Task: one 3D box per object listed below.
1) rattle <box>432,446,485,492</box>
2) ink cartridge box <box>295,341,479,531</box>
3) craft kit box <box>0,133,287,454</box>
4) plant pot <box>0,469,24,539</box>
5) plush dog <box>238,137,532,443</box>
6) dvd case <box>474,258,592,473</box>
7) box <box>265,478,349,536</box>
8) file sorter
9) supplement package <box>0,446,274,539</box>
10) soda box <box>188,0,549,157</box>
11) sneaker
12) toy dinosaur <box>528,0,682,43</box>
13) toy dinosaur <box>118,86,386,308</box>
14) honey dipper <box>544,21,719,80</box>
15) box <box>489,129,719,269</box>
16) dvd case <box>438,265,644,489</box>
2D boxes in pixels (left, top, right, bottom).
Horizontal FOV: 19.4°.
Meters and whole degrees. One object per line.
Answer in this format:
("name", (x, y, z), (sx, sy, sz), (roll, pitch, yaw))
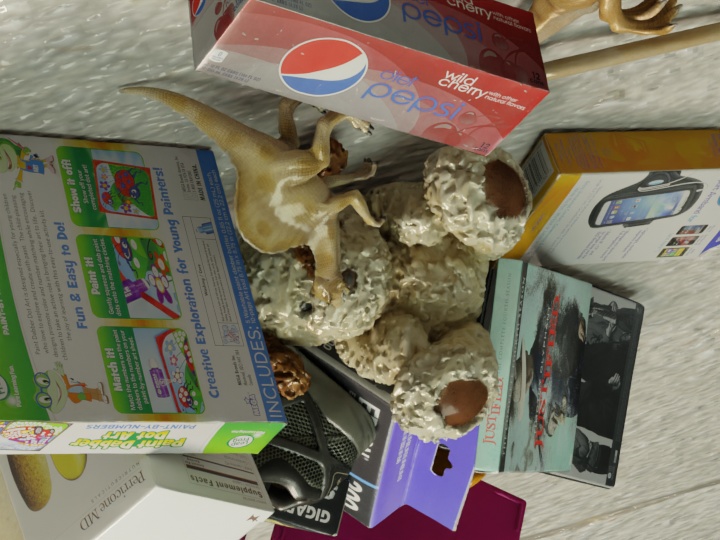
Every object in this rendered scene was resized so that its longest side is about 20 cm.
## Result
("rattle", (0.089, 0.146, 1.678), (0.130, 0.143, 0.200), (-6, 149, -15))
("ink cartridge box", (-0.010, 0.109, 1.526), (0.043, 0.200, 0.198), (-52, 165, -28))
("craft kit box", (-0.158, 0.013, 1.245), (0.197, 0.200, 0.049), (5, 145, -35))
("plant pot", (-0.294, 0.160, 1.404), (0.200, 0.200, 0.184), (-15, 142, -4))
("plush dog", (0.000, 0.000, 1.390), (0.172, 0.200, 0.160), (9, -174, -20))
("dvd case", (0.124, 0.071, 1.486), (0.022, 0.146, 0.200), (6, 176, 21))
("box", (-0.132, 0.143, 1.537), (0.200, 0.046, 0.159), (21, 168, -36))
("file sorter", (0.009, 0.229, 1.710), (0.200, 0.139, 0.125), (26, 142, -13))
("supplement package", (-0.157, 0.093, 1.327), (0.114, 0.200, 0.110), (-41, 145, 22))
("soda box", (0.006, -0.130, 1.193), (0.200, 0.063, 0.070), (14, 140, -29))
("sneaker", (-0.093, 0.089, 1.425), (0.199, 0.114, 0.076), (43, 148, -9))
("toy dinosaur", (0.129, -0.168, 1.255), (0.106, 0.060, 0.200), (24, 135, -13))
("toy dinosaur", (-0.045, -0.063, 1.275), (0.101, 0.058, 0.200), (-48, 114, -16))
("honey dipper", (0.158, -0.134, 1.334), (0.200, 0.038, 0.038), (-13, 151, -13))
("box", (0.197, -0.052, 1.497), (0.200, 0.041, 0.119), (-4, 149, -27))
("dvd case", (0.141, 0.077, 1.592), (0.025, 0.150, 0.200), (5, 170, 43))
